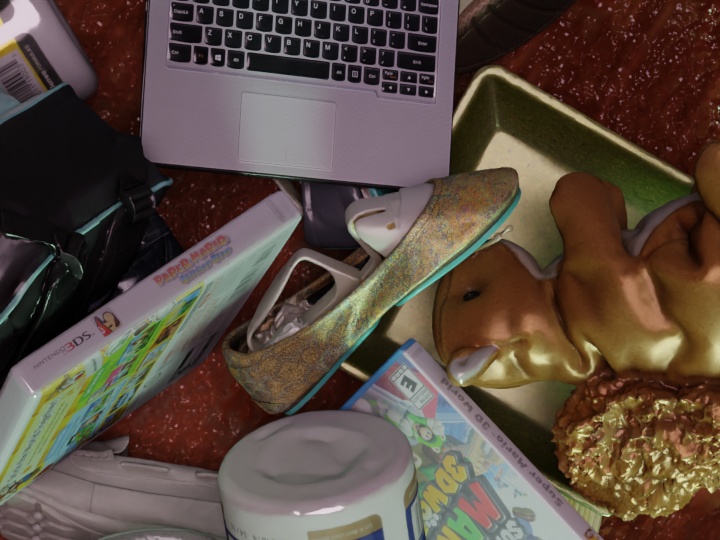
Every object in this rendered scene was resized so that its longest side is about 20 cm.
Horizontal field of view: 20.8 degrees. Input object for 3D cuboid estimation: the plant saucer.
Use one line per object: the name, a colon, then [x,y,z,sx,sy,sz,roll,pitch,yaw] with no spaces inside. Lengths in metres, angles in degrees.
plant saucer: [0.109,0.011,1.169,0.199,0.048,0.200,29,90,-3]

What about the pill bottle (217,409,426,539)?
pill bottle: [-0.013,0.190,1.114,0.110,0.111,0.201,-9,114,-2]

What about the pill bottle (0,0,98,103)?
pill bottle: [-0.260,-0.100,1.120,0.199,0.112,0.113,-31,92,-2]

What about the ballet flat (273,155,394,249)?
ballet flat: [-0.037,-0.103,1.146,0.073,0.073,0.201,-18,78,-2]

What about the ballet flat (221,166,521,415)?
ballet flat: [0.000,0.000,1.087,0.200,0.071,0.071,-43,92,17]

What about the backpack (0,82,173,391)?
backpack: [-0.218,0.004,1.018,0.153,0.176,0.200,35,123,2]

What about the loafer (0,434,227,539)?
loafer: [-0.154,0.131,1.156,0.199,0.070,0.070,16,54,-3]

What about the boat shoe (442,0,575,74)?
boat shoe: [0.106,-0.200,1.165,0.200,0.072,0.076,-38,67,-1]

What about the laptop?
laptop: [-0.009,-0.151,1.039,0.186,0.116,0.201,4,87,-23]

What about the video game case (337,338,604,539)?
video game case: [0.058,0.151,1.128,0.200,0.018,0.143,46,131,4]

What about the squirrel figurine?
squirrel figurine: [0.139,0.045,1.082,0.186,0.142,0.201,-18,89,4]

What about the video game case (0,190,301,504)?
video game case: [-0.130,0.050,1.054,0.182,0.200,0.023,-36,82,-31]

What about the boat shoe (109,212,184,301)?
boat shoe: [-0.197,0.023,1.150,0.200,0.071,0.091,-30,88,-7]

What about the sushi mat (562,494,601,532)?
sushi mat: [0.085,0.214,1.187,0.095,0.012,0.201,12,90,-1]

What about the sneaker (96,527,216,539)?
sneaker: [-0.159,0.200,1.130,0.200,0.080,0.071,-28,85,15]
